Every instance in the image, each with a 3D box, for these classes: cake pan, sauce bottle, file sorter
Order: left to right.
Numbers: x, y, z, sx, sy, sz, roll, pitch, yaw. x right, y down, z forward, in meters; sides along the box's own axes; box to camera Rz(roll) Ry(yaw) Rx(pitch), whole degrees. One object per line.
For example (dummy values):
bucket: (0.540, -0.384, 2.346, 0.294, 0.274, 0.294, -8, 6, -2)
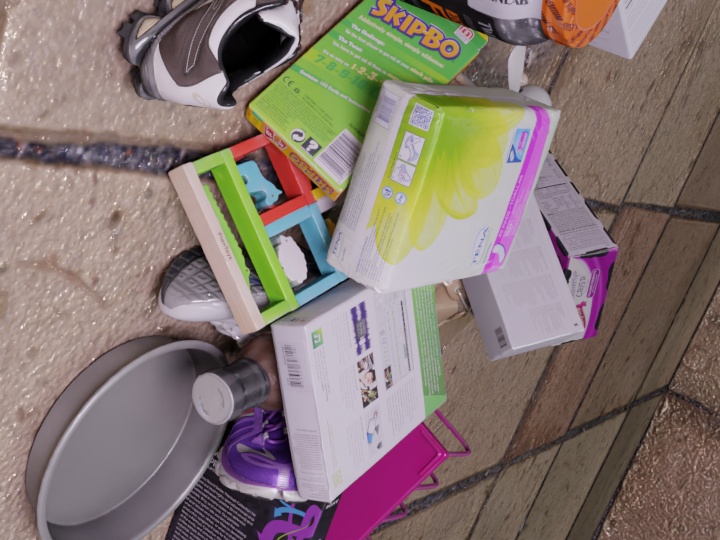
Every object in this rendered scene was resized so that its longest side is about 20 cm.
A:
cake pan: (-0.183, 0.137, 0.805, 0.200, 0.037, 0.201, -40, 146, -34)
sauce bottle: (-0.055, 0.076, 0.818, 0.200, 0.065, 0.065, -22, 134, -58)
file sorter: (-0.010, 0.197, 0.993, 0.200, 0.139, 0.125, -46, 156, 9)

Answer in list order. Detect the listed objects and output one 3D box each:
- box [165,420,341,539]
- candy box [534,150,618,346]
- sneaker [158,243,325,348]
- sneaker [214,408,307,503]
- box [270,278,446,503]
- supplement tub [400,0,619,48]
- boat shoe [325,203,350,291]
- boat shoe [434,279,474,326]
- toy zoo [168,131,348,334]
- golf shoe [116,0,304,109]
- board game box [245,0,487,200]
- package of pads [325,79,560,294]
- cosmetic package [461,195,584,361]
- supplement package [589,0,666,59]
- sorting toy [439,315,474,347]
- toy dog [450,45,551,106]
box: (-0.107, 0.248, 0.925, 0.036, 0.143, 0.201, -12, 126, -58)
candy box: (0.206, -0.036, 1.129, 0.061, 0.200, 0.137, -10, 134, -12)
sneaker: (-0.091, 0.029, 0.827, 0.200, 0.074, 0.087, -2, 123, -58)
sneaker: (-0.077, 0.123, 0.863, 0.200, 0.080, 0.084, -104, -153, -65)
box: (0.006, 0.078, 0.828, 0.200, 0.036, 0.145, -28, 115, -53)
supplement tub: (0.087, -0.239, 0.731, 0.122, 0.200, 0.123, -39, 146, -34)
boat shoe: (0.000, 0.000, 0.956, 0.061, 0.072, 0.202, -43, 155, -35)
boat shoe: (0.098, 0.010, 0.979, 0.200, 0.065, 0.072, -44, 149, -28)
toy zoo: (-0.046, -0.049, 0.793, 0.200, 0.020, 0.132, -32, 100, -45)
golf shoe: (-0.060, -0.174, 0.660, 0.200, 0.094, 0.078, -52, 150, -19)
board game box: (0.010, -0.154, 0.798, 0.200, 0.096, 0.030, -47, -179, -22)
package of pads: (0.068, -0.066, 0.803, 0.200, 0.068, 0.155, -9, 123, -52)
cosmetic package: (0.131, -0.023, 0.942, 0.082, 0.201, 0.051, -12, 165, -23)
supplement package: (0.233, -0.320, 0.996, 0.110, 0.114, 0.200, -58, 151, -6)
sorting toy: (0.084, -0.018, 1.076, 0.199, 0.069, 0.200, -37, 145, -37)
toy dog: (0.089, -0.170, 0.922, 0.200, 0.132, 0.097, -8, 84, -62)
